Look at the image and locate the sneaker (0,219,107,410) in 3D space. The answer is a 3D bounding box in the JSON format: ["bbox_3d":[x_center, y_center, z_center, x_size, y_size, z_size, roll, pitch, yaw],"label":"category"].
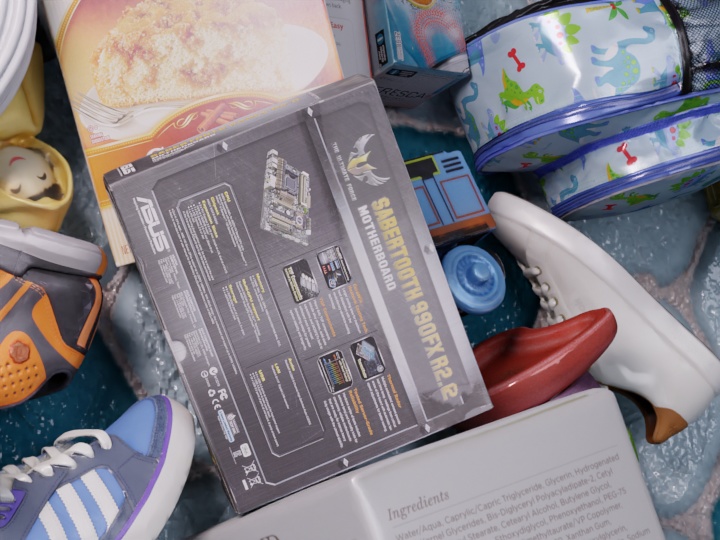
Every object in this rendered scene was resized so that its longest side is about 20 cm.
[{"bbox_3d":[-0.237,0.020,1.162,0.199,0.078,0.113,14,84,-14],"label":"sneaker"}]

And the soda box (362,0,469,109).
[{"bbox_3d":[0.015,-0.211,1.428,0.063,0.068,0.201,3,71,-35],"label":"soda box"}]

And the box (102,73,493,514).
[{"bbox_3d":[-0.034,0.012,1.212,0.158,0.048,0.201,-23,102,-7],"label":"box"}]

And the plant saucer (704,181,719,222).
[{"bbox_3d":[0.272,-0.125,1.521,0.048,0.200,0.201,-11,80,-15],"label":"plant saucer"}]

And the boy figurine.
[{"bbox_3d":[-0.225,-0.104,1.223,0.124,0.064,0.201,-20,83,-41],"label":"boy figurine"}]

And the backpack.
[{"bbox_3d":[0.167,-0.113,1.434,0.199,0.183,0.148,-10,83,-24],"label":"backpack"}]

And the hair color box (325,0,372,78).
[{"bbox_3d":[-0.053,-0.159,1.367,0.101,0.061,0.201,4,73,-35],"label":"hair color box"}]

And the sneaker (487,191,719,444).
[{"bbox_3d":[0.146,0.035,1.439,0.200,0.073,0.085,42,85,-1],"label":"sneaker"}]

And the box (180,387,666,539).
[{"bbox_3d":[0.043,0.187,1.226,0.199,0.199,0.172,-14,82,-38],"label":"box"}]

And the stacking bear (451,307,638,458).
[{"bbox_3d":[0.134,0.143,1.372,0.114,0.121,0.201,-36,104,-40],"label":"stacking bear"}]

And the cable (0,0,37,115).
[{"bbox_3d":[-0.268,-0.147,1.149,0.199,0.069,0.201,11,80,-12],"label":"cable"}]

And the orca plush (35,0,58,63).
[{"bbox_3d":[-0.178,-0.183,1.300,0.200,0.071,0.105,41,99,-13],"label":"orca plush"}]

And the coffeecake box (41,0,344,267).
[{"bbox_3d":[-0.093,-0.122,1.244,0.153,0.073,0.201,-16,101,-5],"label":"coffeecake box"}]

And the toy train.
[{"bbox_3d":[0.000,0.000,1.340,0.199,0.087,0.115,-17,75,-36],"label":"toy train"}]

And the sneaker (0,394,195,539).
[{"bbox_3d":[-0.186,0.114,1.161,0.146,0.080,0.200,43,60,-22],"label":"sneaker"}]
